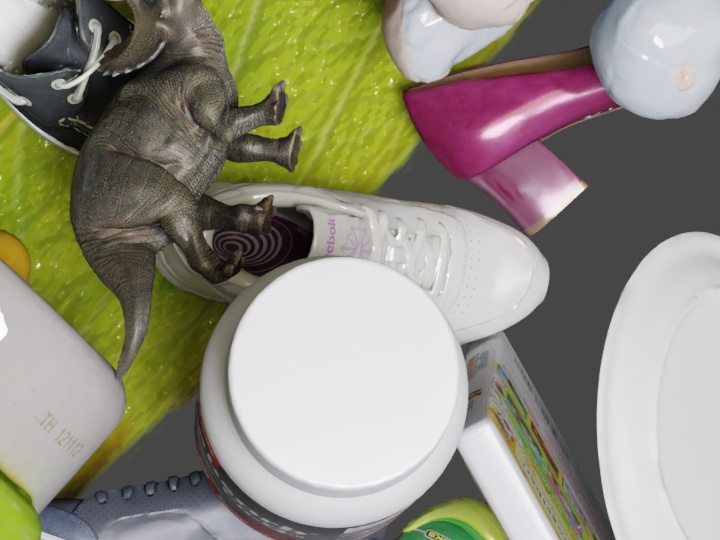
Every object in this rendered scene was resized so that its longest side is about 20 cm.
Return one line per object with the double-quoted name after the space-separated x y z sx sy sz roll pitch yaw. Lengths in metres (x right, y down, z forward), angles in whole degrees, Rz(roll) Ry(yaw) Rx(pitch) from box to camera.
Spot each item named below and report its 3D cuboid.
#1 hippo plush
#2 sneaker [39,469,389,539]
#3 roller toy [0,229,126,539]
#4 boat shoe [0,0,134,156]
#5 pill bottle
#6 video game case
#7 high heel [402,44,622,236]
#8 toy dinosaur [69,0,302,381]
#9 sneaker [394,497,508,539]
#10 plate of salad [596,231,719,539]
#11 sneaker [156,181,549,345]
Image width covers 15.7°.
0.113 -0.157 1.249 0.160 0.159 0.201 25 81 -12 "hippo plush"
-0.077 0.094 1.265 0.201 0.077 0.147 14 80 -4 "sneaker"
-0.203 0.035 1.176 0.200 0.182 0.140 43 83 -6 "roller toy"
-0.152 -0.109 1.244 0.199 0.060 0.076 30 86 -12 "boat shoe"
-0.014 0.057 1.136 0.115 0.200 0.117 1 80 -4 "pill bottle"
0.103 0.136 1.251 0.023 0.182 0.201 -27 98 9 "video game case"
0.117 -0.118 1.301 0.096 0.067 0.200 45 82 -11 "high heel"
-0.089 -0.047 1.190 0.102 0.077 0.201 15 84 13 "toy dinosaur"
0.060 0.216 1.300 0.083 0.074 0.201 -19 87 -13 "sneaker"
0.166 0.082 1.295 0.200 0.048 0.201 10 77 -49 "plate of salad"
0.000 0.000 1.263 0.199 0.100 0.075 6 89 -14 "sneaker"
